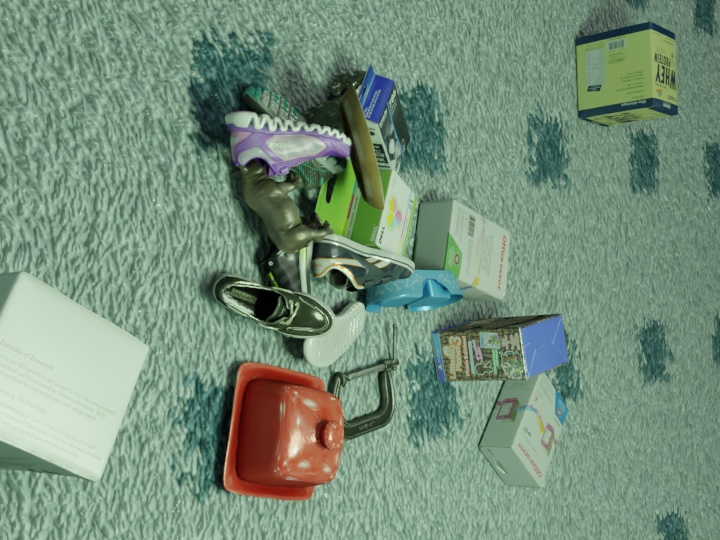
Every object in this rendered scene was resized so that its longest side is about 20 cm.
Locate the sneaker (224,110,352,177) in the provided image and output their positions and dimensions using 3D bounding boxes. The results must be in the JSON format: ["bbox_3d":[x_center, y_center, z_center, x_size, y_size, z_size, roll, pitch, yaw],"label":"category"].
[{"bbox_3d":[-0.109,-0.180,1.494,0.200,0.080,0.089,6,91,-24],"label":"sneaker"}]

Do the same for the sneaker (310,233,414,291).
[{"bbox_3d":[0.000,0.000,1.640,0.200,0.078,0.080,16,75,-33],"label":"sneaker"}]

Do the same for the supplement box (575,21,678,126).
[{"bbox_3d":[0.637,-0.464,2.402,0.134,0.200,0.200,3,85,-48],"label":"supplement box"}]

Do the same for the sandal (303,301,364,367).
[{"bbox_3d":[-0.052,0.105,1.656,0.203,0.050,0.083,-25,120,-61],"label":"sandal"}]

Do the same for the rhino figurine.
[{"bbox_3d":[-0.132,-0.116,1.532,0.087,0.060,0.200,-34,89,-13],"label":"rhino figurine"}]

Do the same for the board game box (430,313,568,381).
[{"bbox_3d":[0.264,0.146,1.900,0.159,0.200,0.097,-11,94,-50],"label":"board game box"}]

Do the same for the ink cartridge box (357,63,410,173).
[{"bbox_3d":[0.040,-0.257,1.751,0.200,0.039,0.100,64,41,-56],"label":"ink cartridge box"}]

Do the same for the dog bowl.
[{"bbox_3d":[0.092,0.035,1.778,0.200,0.111,0.050,0,72,-41],"label":"dog bowl"}]

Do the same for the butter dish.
[{"bbox_3d":[-0.089,0.248,1.518,0.200,0.148,0.200,21,71,-47],"label":"butter dish"}]

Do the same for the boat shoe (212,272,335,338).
[{"bbox_3d":[-0.125,0.060,1.504,0.200,0.064,0.071,18,93,-21],"label":"boat shoe"}]

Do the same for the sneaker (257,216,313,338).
[{"bbox_3d":[-0.125,0.006,1.583,0.083,0.072,0.201,5,83,-20],"label":"sneaker"}]

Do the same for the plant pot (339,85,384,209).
[{"bbox_3d":[-0.001,-0.189,1.579,0.200,0.027,0.201,165,-90,-86],"label":"plant pot"}]

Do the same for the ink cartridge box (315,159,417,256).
[{"bbox_3d":[0.011,-0.107,1.698,0.200,0.076,0.148,44,53,-53],"label":"ink cartridge box"}]

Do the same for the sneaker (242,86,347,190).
[{"bbox_3d":[-0.119,-0.204,1.588,0.200,0.091,0.078,43,22,-12],"label":"sneaker"}]

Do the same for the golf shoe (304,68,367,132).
[{"bbox_3d":[-0.030,-0.254,1.700,0.200,0.078,0.097,-53,130,-37],"label":"golf shoe"}]

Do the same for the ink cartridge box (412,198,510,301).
[{"bbox_3d":[0.196,-0.035,1.929,0.200,0.084,0.145,24,68,-45],"label":"ink cartridge box"}]

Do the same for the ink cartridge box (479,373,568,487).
[{"bbox_3d":[0.337,0.323,2.056,0.145,0.084,0.200,52,51,-32],"label":"ink cartridge box"}]

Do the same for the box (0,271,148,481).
[{"bbox_3d":[-0.394,0.121,1.134,0.200,0.199,0.172,39,58,-42],"label":"box"}]

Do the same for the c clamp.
[{"bbox_3d":[0.007,0.199,1.734,0.200,0.027,0.171,-19,106,-50],"label":"c clamp"}]
